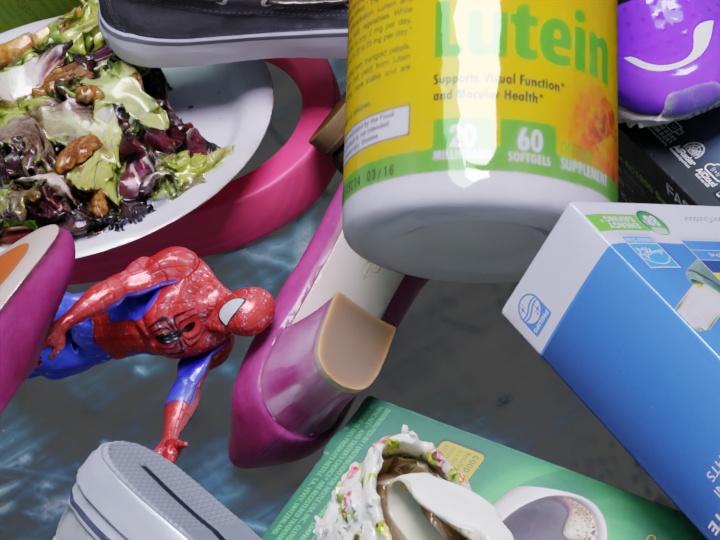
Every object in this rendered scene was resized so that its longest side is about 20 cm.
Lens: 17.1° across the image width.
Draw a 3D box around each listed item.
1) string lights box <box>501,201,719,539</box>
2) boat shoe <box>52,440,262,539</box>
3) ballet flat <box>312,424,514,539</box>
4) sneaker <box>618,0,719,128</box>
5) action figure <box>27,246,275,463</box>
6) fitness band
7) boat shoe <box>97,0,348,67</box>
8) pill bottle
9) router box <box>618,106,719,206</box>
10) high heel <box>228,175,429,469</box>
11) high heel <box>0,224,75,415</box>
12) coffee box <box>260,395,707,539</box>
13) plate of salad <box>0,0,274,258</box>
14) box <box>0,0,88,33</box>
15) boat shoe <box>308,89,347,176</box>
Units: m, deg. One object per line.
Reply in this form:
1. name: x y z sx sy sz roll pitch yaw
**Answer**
1. string lights box: 0.156 0.059 0.894 0.103 0.059 0.200 -1 40 -46
2. boat shoe: -0.040 0.145 0.879 0.200 0.073 0.067 40 109 33
3. ballet flat: 0.047 0.127 0.842 0.075 0.064 0.200 -7 36 -37
4. sneaker: 0.110 -0.150 1.052 0.069 0.100 0.200 -19 43 3
5. action figure: -0.130 0.042 1.020 0.199 0.065 0.099 -9 33 28
6. fitness band: -0.105 -0.059 1.168 0.199 0.037 0.144 -14 47 5
7. boat shoe: -0.024 -0.142 1.089 0.199 0.066 0.070 -5 51 3
8. pill bottle: 0.050 -0.104 0.980 0.111 0.111 0.201 -3 73 14
9. router box: 0.197 -0.058 1.052 0.150 0.062 0.200 -27 45 -11
10. high heel: 0.000 0.000 1.050 0.067 0.096 0.200 32 50 -15
11. high heel: -0.155 0.082 0.966 0.200 0.096 0.067 -54 24 -4
12. coffee box: 0.055 0.131 0.922 0.200 0.044 0.123 18 54 31
13. plate of salad: -0.140 -0.073 1.118 0.199 0.048 0.200 -7 39 5
14. box: -0.120 -0.160 1.205 0.199 0.122 0.048 2 69 19
15. boat shoe: 0.051 -0.107 1.150 0.070 0.070 0.200 37 61 -5
